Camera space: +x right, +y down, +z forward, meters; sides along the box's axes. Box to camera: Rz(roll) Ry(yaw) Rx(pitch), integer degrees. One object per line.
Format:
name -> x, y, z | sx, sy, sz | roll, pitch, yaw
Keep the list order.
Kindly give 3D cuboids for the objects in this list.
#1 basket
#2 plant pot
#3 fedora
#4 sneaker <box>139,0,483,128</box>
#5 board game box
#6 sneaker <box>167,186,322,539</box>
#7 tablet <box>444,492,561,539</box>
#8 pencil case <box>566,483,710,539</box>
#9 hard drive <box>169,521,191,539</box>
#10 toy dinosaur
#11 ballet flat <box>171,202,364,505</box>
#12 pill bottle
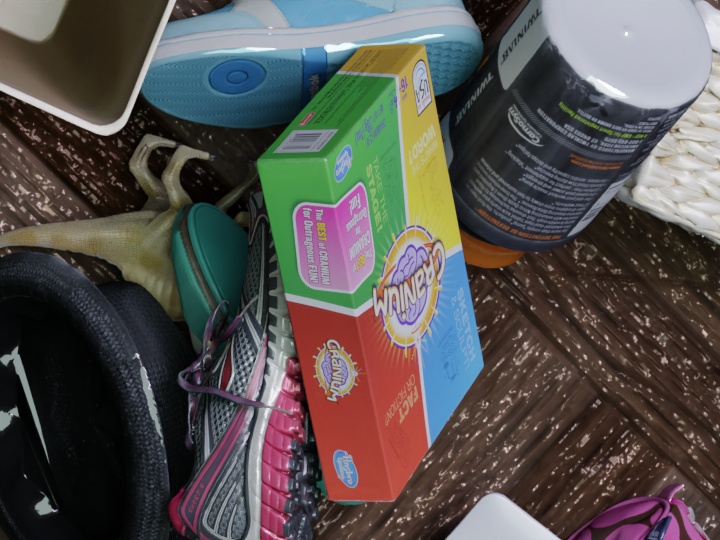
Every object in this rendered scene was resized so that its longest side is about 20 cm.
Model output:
basket -> 0.240, -0.070, 1.652 | 0.199, 0.136, 0.124 | 23, 94, -15
plant pot -> -0.194, -0.204, 1.508 | 0.199, 0.177, 0.201 | 23, 89, -14
fedora -> -0.144, 0.079, 1.579 | 0.091, 0.200, 0.202 | -20, 102, -43
sneaker -> -0.040, -0.155, 1.591 | 0.199, 0.080, 0.131 | -5, 60, -15
board game box -> 0.009, 0.000, 1.508 | 0.040, 0.153, 0.201 | 0, 117, 23
sneaker -> -0.060, 0.050, 1.506 | 0.074, 0.081, 0.201 | 1, 73, 14
tablet -> 0.117, 0.232, 1.666 | 0.200, 0.014, 0.130 | 38, 116, -4
pencil case -> 0.207, 0.230, 1.699 | 0.094, 0.091, 0.200 | -39, 106, -20
hard drive -> -0.110, 0.250, 1.643 | 0.134, 0.042, 0.201 | 26, 88, -15
toy dinosaur -> -0.113, -0.023, 1.608 | 0.199, 0.058, 0.102 | 13, 94, -14
ballet flat -> -0.053, 0.056, 1.584 | 0.200, 0.067, 0.070 | 49, 127, 1
pill bottle -> 0.106, -0.080, 1.575 | 0.106, 0.200, 0.107 | 13, 54, -19
